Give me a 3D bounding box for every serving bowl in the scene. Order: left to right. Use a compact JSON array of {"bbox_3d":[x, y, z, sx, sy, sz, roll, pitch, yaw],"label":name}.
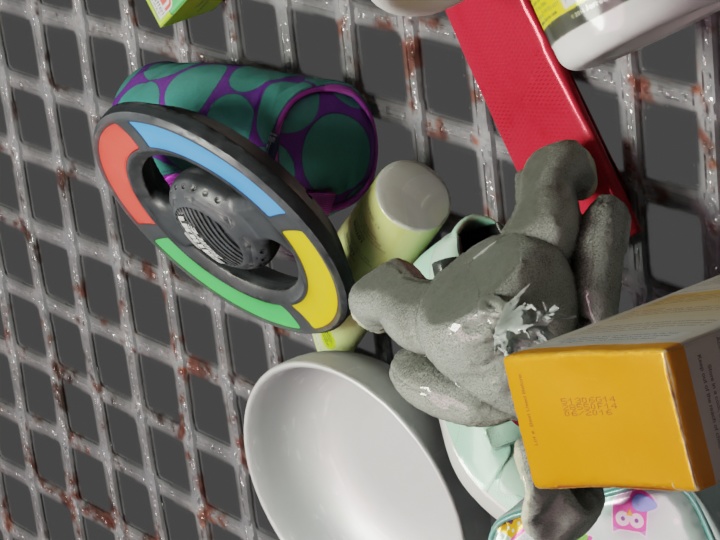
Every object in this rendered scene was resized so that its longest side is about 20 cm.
[{"bbox_3d":[0.015,0.135,1.687,0.200,0.066,0.201,30,136,33],"label":"serving bowl"}]

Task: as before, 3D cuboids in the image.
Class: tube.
[{"bbox_3d":[0.000,0.000,1.655,0.052,0.058,0.200,29,147,-5],"label":"tube"}]

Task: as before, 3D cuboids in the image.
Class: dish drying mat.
[{"bbox_3d":[0.099,-0.103,1.488,0.077,0.018,0.201,-29,85,55],"label":"dish drying mat"}]

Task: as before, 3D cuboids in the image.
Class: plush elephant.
[{"bbox_3d":[0.110,0.051,1.413,0.155,0.164,0.200,50,-174,-23],"label":"plush elephant"}]

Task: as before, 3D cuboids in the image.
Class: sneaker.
[{"bbox_3d":[0.091,0.064,1.538,0.201,0.073,0.118,60,153,15],"label":"sneaker"}]

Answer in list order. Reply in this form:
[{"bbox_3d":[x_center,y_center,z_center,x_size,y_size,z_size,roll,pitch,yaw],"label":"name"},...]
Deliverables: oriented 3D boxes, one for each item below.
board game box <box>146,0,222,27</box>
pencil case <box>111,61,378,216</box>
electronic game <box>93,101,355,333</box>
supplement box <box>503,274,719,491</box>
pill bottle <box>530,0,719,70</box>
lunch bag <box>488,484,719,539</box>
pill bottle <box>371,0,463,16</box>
[{"bbox_3d":[-0.093,-0.246,1.640,0.102,0.047,0.200,63,146,7],"label":"board game box"},{"bbox_3d":[-0.080,-0.086,1.679,0.200,0.085,0.093,12,85,51],"label":"pencil case"},{"bbox_3d":[-0.087,-0.032,1.625,0.199,0.042,0.200,31,157,15],"label":"electronic game"},{"bbox_3d":[0.189,0.047,1.288,0.126,0.199,0.074,-6,101,56],"label":"supplement box"},{"bbox_3d":[0.114,-0.213,1.319,0.112,0.112,0.201,-27,86,56],"label":"pill bottle"},{"bbox_3d":[0.176,0.205,1.478,0.160,0.077,0.201,-20,97,31],"label":"lunch bag"},{"bbox_3d":[0.003,-0.248,1.444,0.200,0.114,0.115,55,145,29],"label":"pill bottle"}]
